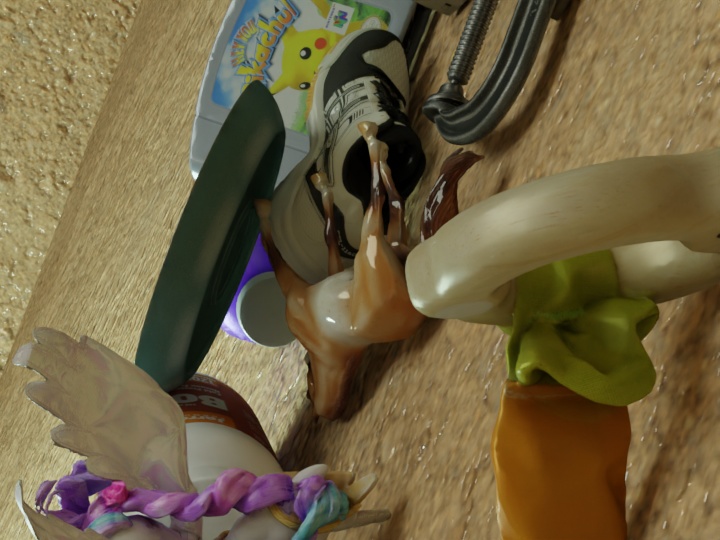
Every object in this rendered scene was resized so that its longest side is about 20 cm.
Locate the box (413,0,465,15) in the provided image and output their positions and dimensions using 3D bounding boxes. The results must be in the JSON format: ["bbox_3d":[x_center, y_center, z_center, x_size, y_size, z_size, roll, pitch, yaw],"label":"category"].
[{"bbox_3d":[0.066,-0.271,1.334,0.082,0.068,0.201,-42,29,59],"label":"box"}]

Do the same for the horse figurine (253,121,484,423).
[{"bbox_3d":[0.000,0.000,1.148,0.200,0.050,0.134,-30,69,54],"label":"horse figurine"}]

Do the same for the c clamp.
[{"bbox_3d":[0.081,-0.152,1.168,0.171,0.027,0.201,-24,43,63],"label":"c clamp"}]

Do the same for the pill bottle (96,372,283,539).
[{"bbox_3d":[-0.099,0.134,1.240,0.113,0.112,0.200,-66,14,6],"label":"pill bottle"}]

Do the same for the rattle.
[{"bbox_3d":[0.114,0.019,0.706,0.199,0.130,0.144,-19,56,37],"label":"rattle"}]

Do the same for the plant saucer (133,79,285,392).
[{"bbox_3d":[-0.085,-0.014,1.242,0.200,0.027,0.202,21,-90,-88],"label":"plant saucer"}]

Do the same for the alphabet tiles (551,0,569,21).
[{"bbox_3d":[0.134,-0.246,1.164,0.200,0.008,0.168,-96,31,-62],"label":"alphabet tiles"}]

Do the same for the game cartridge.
[{"bbox_3d":[-0.035,-0.137,1.402,0.040,0.133,0.201,30,-100,-62],"label":"game cartridge"}]

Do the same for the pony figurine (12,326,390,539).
[{"bbox_3d":[-0.107,0.141,1.056,0.200,0.192,0.167,-52,26,31],"label":"pony figurine"}]

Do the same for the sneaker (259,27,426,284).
[{"bbox_3d":[0.010,-0.076,1.280,0.087,0.076,0.201,-21,39,38],"label":"sneaker"}]

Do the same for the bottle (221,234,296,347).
[{"bbox_3d":[-0.070,0.005,1.430,0.200,0.065,0.084,-128,61,-74],"label":"bottle"}]
